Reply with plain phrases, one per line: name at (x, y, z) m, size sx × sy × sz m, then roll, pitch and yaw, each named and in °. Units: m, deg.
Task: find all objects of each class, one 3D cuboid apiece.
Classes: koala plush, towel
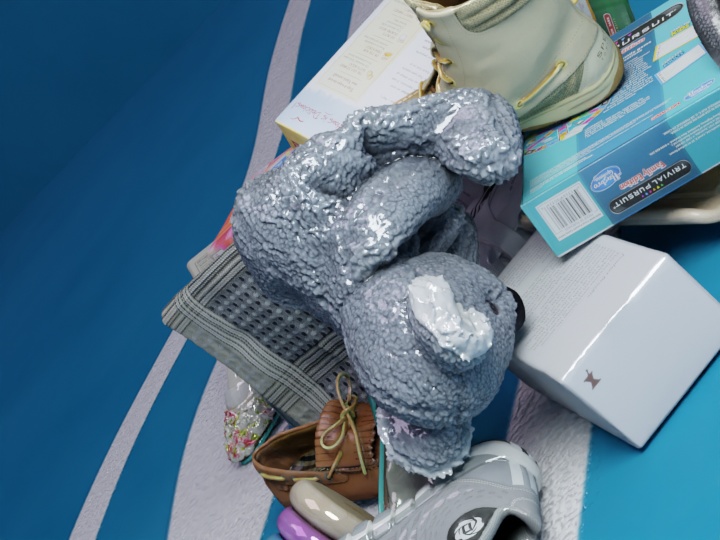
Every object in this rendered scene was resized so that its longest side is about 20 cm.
koala plush at (0.028, 0.017, 1.181) m, size 0.177 × 0.184 × 0.200 m, roll 105°, pitch 150°, yaw -51°
towel at (-0.033, 0.056, 1.422) m, size 0.193 × 0.200 × 0.035 m, roll -38°, pitch 19°, yaw 46°

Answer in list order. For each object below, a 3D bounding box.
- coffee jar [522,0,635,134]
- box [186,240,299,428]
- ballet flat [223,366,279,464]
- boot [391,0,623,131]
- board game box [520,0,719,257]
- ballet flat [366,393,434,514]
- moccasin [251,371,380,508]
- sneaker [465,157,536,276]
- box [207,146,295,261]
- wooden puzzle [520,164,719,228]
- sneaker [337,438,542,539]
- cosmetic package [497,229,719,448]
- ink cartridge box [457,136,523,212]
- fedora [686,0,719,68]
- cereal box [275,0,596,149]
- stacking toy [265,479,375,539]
coffee jar at (0.117, -0.148, 1.466) m, size 0.200 × 0.104 × 0.085 m, roll -16°, pitch -6°, yaw -13°
box at (-0.071, 0.037, 1.646) m, size 0.095 × 0.078 × 0.200 m, roll -37°, pitch 36°, yaw 4°
ballet flat at (-0.084, 0.081, 1.734) m, size 0.076 × 0.064 × 0.200 m, roll -23°, pitch 32°, yaw 59°
boot at (0.054, -0.134, 1.230) m, size 0.200 × 0.155 × 0.073 m, roll -23°, pitch 54°, yaw 18°
board game box at (0.183, -0.105, 1.268) m, size 0.151 × 0.047 × 0.200 m, roll -31°, pitch 20°, yaw 19°
ballet flat at (0.036, 0.110, 1.296) m, size 0.064 × 0.067 × 0.200 m, roll -9°, pitch 49°, yaw 2°
moccasin at (-0.008, 0.125, 1.409) m, size 0.201 × 0.078 × 0.074 m, roll -22°, pitch 34°, yaw 52°
sneaker at (0.127, -0.036, 1.410) m, size 0.115 × 0.075 × 0.200 m, roll -36°, pitch 19°, yaw 46°
box at (0.000, 0.000, 1.447) m, size 0.103 × 0.200 × 0.095 m, roll -32°, pitch 23°, yaw 44°
wooden puzzle at (0.224, -0.095, 1.315) m, size 0.185 × 0.037 × 0.200 m, roll 0°, pitch 46°, yaw 54°
sneaker at (0.034, 0.196, 1.166) m, size 0.200 × 0.075 × 0.116 m, roll -45°, pitch 20°, yaw 14°
cosmetic package at (0.147, 0.035, 1.214) m, size 0.101 × 0.071 × 0.200 m, roll -50°, pitch 16°, yaw -3°
ink cartridge box at (0.067, -0.062, 1.605) m, size 0.200 × 0.084 × 0.145 m, roll -38°, pitch 20°, yaw 37°
fedora at (0.296, -0.177, 1.202) m, size 0.201 × 0.200 × 0.092 m, roll -54°, pitch -17°, yaw -13°
cereal box at (0.053, -0.143, 1.367) m, size 0.144 × 0.040 × 0.200 m, roll 31°, pitch 74°, yaw 38°
stacking toy at (-0.059, 0.248, 1.307) m, size 0.200 × 0.085 × 0.085 m, roll -58°, pitch 17°, yaw 0°
